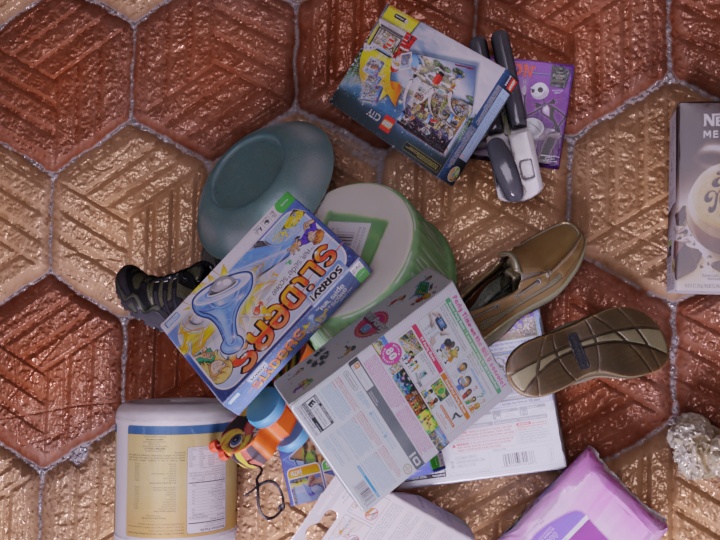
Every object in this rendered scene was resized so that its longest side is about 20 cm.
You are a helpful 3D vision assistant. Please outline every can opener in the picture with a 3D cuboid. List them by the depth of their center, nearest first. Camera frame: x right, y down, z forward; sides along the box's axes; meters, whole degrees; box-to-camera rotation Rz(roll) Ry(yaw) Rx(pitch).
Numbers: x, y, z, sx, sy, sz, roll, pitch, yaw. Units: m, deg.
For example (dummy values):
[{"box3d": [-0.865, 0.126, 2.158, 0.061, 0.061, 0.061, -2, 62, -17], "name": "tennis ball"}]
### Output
[{"box3d": [0.162, -0.176, 0.990, 0.053, 0.067, 0.203, -12, 83, 12], "name": "can opener"}]

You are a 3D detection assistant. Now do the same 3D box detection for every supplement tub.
[{"box3d": [-0.216, 0.255, 1.032, 0.143, 0.145, 0.203, -1, 86, 12], "name": "supplement tub"}]

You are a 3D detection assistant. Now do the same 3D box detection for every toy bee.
[{"box3d": [-0.118, 0.168, 0.968, 0.108, 0.200, 0.132, -13, 111, 32], "name": "toy bee"}]

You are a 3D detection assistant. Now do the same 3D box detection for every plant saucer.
[{"box3d": [-0.125, -0.106, 1.040, 0.199, 0.039, 0.203, -18, 52, 24], "name": "plant saucer"}]

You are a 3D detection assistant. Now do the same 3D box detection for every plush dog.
[{"box3d": [0.421, 0.218, 0.877, 0.159, 0.172, 0.202, -27, 80, 9], "name": "plush dog"}]

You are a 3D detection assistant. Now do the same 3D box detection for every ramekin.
[{"box3d": [0.000, 0.000, 0.983, 0.198, 0.098, 0.202, -15, 55, 21], "name": "ramekin"}]

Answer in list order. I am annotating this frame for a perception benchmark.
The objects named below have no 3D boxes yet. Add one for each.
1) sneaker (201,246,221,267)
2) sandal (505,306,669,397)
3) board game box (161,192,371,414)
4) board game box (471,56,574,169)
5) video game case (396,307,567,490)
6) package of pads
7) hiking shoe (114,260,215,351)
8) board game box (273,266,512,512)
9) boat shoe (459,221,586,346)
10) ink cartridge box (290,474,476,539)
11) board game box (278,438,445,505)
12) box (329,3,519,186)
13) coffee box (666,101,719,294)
[{"box3d": [-0.124, 0.047, 1.049, 0.113, 0.076, 0.202, -18, 77, 37], "name": "sneaker"}, {"box3d": [0.246, 0.093, 0.972, 0.197, 0.054, 0.081, -14, 80, -13], "name": "sandal"}, {"box3d": [-0.101, 0.030, 0.920, 0.200, 0.034, 0.135, -47, 54, -3], "name": "board game box"}, {"box3d": [0.146, -0.193, 1.045, 0.197, 0.032, 0.122, 9, 84, 13], "name": "board game box"}, {"box3d": [0.124, 0.146, 1.014, 0.197, 0.045, 0.184, -10, 84, 12], "name": "video game case"}, {"box3d": [0.228, 0.305, 0.962, 0.120, 0.076, 0.200, 44, 94, 16], "name": "package of pads"}, {"box3d": [-0.206, 0.029, 1.035, 0.199, 0.076, 0.102, 31, 96, 28], "name": "hiking shoe"}, {"box3d": [0.036, 0.118, 0.885, 0.199, 0.064, 0.148, -35, 113, -10], "name": "board game box"}, {"box3d": [0.175, 0.006, 0.968, 0.200, 0.077, 0.071, -43, 50, -17], "name": "boat shoe"}, {"box3d": [0.009, 0.315, 0.979, 0.199, 0.050, 0.162, 33, 94, -18], "name": "ink cartridge box"}, {"box3d": [-0.010, 0.184, 1.013, 0.198, 0.034, 0.137, -20, 78, 29], "name": "board game box"}, {"box3d": [0.067, -0.206, 1.012, 0.200, 0.038, 0.137, 40, 103, 36], "name": "box"}, {"box3d": [0.394, -0.076, 0.951, 0.111, 0.080, 0.203, 1, 86, 13], "name": "coffee box"}]
